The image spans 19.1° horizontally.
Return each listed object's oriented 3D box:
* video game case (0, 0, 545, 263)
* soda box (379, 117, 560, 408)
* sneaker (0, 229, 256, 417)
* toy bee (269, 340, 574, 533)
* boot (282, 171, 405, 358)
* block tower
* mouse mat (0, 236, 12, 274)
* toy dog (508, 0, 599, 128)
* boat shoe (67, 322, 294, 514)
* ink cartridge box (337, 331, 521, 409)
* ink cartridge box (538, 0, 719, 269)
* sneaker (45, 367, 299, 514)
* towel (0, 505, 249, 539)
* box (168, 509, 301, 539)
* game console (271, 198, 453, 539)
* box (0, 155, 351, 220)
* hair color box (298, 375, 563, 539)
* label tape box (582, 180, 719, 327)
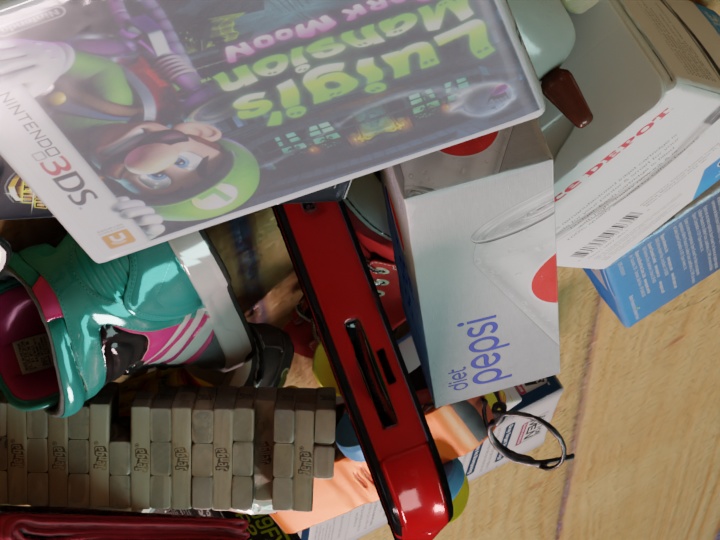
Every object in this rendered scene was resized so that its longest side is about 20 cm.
[{"bbox_3d":[-0.044,-0.078,0.802,0.200,0.023,0.182,-18,151,8],"label":"video game case"},{"bbox_3d":[0.051,-0.014,0.976,0.068,0.063,0.200,-15,150,-3],"label":"soda box"},{"bbox_3d":[-0.121,0.027,1.037,0.121,0.084,0.200,-27,161,-5],"label":"sneaker"},{"bbox_3d":[0.039,0.086,1.182,0.109,0.200,0.131,-63,145,-45],"label":"toy bee"},{"bbox_3d":[0.000,0.000,1.164,0.144,0.072,0.200,-36,162,15],"label":"boot"},{"bbox_3d":[-0.113,0.087,1.067,0.200,0.054,0.058,1,-172,-1],"label":"block tower"},{"bbox_3d":[-0.256,0.029,0.878,0.161,0.008,0.200,18,132,-33],"label":"mouse mat"},{"bbox_3d":[0.049,-0.110,0.950,0.200,0.096,0.132,-10,149,-44],"label":"toy dog"},{"bbox_3d":[-0.113,0.102,1.223,0.201,0.072,0.061,-46,151,26],"label":"boat shoe"},{"bbox_3d":[0.032,0.086,1.329,0.115,0.068,0.200,-34,173,8],"label":"ink cartridge box"},{"bbox_3d":[0.123,-0.076,1.125,0.145,0.084,0.200,-39,162,21],"label":"ink cartridge box"},{"bbox_3d":[-0.123,0.081,1.131,0.200,0.073,0.077,0,119,-9],"label":"sneaker"},{"bbox_3d":[-0.168,0.134,1.108,0.145,0.023,0.200,7,173,-37],"label":"towel"},{"bbox_3d":[-0.088,0.201,1.296,0.044,0.200,0.160,-14,151,-39],"label":"box"},{"bbox_3d":[-0.003,0.033,1.018,0.031,0.200,0.177,-20,169,-2],"label":"game console"},{"bbox_3d":[-0.066,-0.093,0.839,0.159,0.046,0.200,-4,150,-15],"label":"box"},{"bbox_3d":[0.036,0.121,1.481,0.200,0.061,0.100,-25,158,-17],"label":"hair color box"},{"bbox_3d":[0.227,-0.058,1.352,0.200,0.066,0.143,-35,159,0],"label":"label tape box"}]
